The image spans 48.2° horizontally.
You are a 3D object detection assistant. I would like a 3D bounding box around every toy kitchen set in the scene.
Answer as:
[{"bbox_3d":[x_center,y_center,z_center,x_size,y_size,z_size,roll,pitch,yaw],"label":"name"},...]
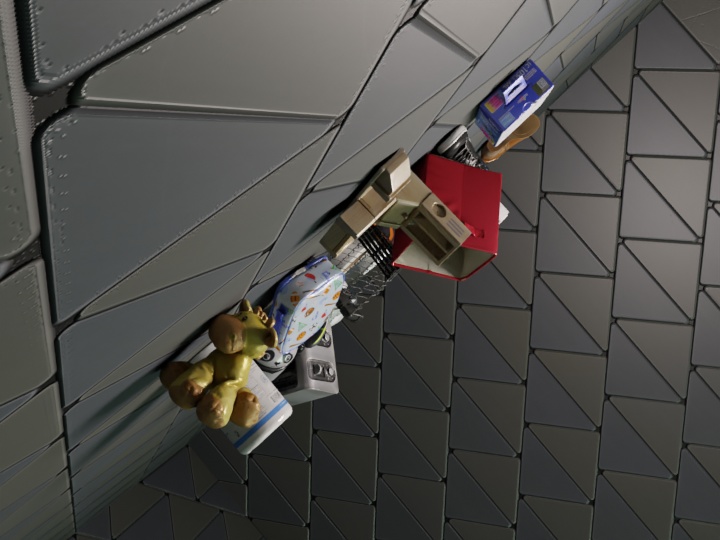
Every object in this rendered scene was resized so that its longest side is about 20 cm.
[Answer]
[{"bbox_3d":[0.078,-0.079,1.311,0.200,0.180,0.163,-44,179,-42],"label":"toy kitchen set"}]

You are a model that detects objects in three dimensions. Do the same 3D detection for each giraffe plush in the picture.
[{"bbox_3d":[-0.203,0.139,1.294,0.164,0.171,0.199,-64,161,12],"label":"giraffe plush"}]

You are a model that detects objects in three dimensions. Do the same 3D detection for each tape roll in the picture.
[{"bbox_3d":[-0.024,-0.036,1.972,0.202,0.037,0.203,-43,177,-3],"label":"tape roll"}]

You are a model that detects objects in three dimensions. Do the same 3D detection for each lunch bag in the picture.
[{"bbox_3d":[-0.116,0.067,1.578,0.160,0.075,0.201,-34,156,-37],"label":"lunch bag"}]

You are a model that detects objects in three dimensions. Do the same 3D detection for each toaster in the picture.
[{"bbox_3d":[-0.162,0.211,1.864,0.198,0.184,0.118,-18,157,27],"label":"toaster"}]

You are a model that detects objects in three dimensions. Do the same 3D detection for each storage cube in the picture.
[{"bbox_3d":[0.175,-0.104,1.632,0.200,0.168,0.183,130,-30,-65],"label":"storage cube"}]

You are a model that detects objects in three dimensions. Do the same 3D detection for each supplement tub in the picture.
[{"bbox_3d":[-0.237,0.235,1.536,0.132,0.200,0.132,-41,176,-3],"label":"supplement tub"}]

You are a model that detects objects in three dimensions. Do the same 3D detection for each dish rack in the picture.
[{"bbox_3d":[0.000,0.000,1.792,0.200,0.154,0.054,-44,160,19],"label":"dish rack"}]

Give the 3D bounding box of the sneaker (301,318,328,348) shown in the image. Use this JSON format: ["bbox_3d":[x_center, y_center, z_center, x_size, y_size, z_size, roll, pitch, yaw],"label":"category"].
[{"bbox_3d":[-0.102,0.104,1.749,0.201,0.073,0.082,-86,176,-54],"label":"sneaker"}]

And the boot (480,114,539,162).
[{"bbox_3d":[0.460,-0.404,2.508,0.199,0.077,0.155,-39,175,-5],"label":"boot"}]

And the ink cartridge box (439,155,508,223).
[{"bbox_3d":[0.212,-0.149,1.813,0.146,0.200,0.086,-43,177,28],"label":"ink cartridge box"}]

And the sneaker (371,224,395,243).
[{"bbox_3d":[0.099,-0.101,1.889,0.200,0.112,0.078,-39,177,-42],"label":"sneaker"}]

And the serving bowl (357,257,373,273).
[{"bbox_3d":[0.060,-0.079,2.140,0.200,0.066,0.200,-41,177,-2],"label":"serving bowl"}]

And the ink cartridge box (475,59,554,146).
[{"bbox_3d":[0.304,-0.334,1.602,0.136,0.076,0.200,-42,178,3],"label":"ink cartridge box"}]

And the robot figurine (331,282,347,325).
[{"bbox_3d":[-0.095,0.092,2.117,0.170,0.113,0.200,-52,176,4],"label":"robot figurine"}]

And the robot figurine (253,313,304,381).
[{"bbox_3d":[-0.211,0.176,1.721,0.150,0.125,0.200,-47,-179,-43],"label":"robot figurine"}]

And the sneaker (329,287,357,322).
[{"bbox_3d":[-0.101,0.106,1.983,0.197,0.087,0.078,-18,-146,-8],"label":"sneaker"}]

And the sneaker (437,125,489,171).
[{"bbox_3d":[0.221,-0.230,1.654,0.073,0.112,0.200,-42,177,9],"label":"sneaker"}]
